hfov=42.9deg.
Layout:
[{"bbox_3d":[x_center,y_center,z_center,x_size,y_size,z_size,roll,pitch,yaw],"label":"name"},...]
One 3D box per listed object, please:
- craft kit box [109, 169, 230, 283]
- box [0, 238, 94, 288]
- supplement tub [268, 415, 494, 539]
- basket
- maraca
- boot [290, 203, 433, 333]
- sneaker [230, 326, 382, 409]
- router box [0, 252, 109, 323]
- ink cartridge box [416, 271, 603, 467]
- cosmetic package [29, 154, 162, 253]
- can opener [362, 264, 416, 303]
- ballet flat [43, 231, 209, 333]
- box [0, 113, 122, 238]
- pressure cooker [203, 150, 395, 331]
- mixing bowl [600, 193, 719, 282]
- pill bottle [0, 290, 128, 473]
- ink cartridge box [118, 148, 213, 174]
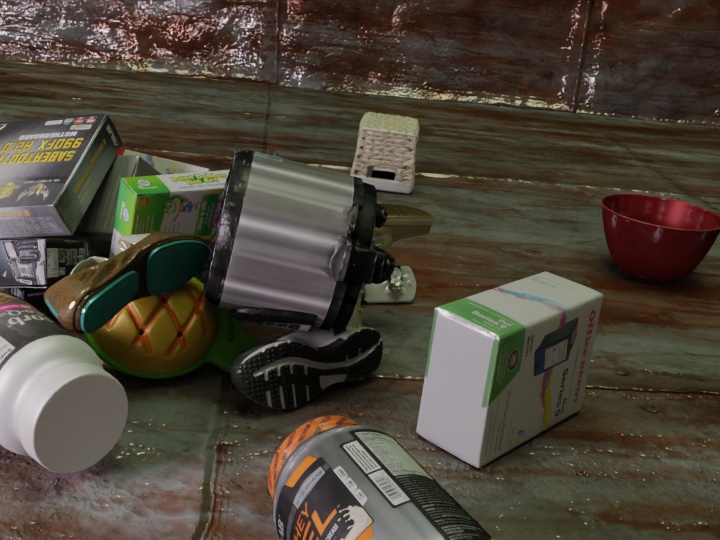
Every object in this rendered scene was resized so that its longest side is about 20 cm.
[{"bbox_3d":[-0.204,-0.023,1.103,0.196,0.202,0.048,-12,42,-41],"label":"craft kit box"},{"bbox_3d":[-0.388,-0.009,0.990,0.156,0.050,0.200,-1,2,-3],"label":"box"},{"bbox_3d":[0.012,0.198,0.681,0.121,0.124,0.200,-5,22,-28],"label":"supplement tub"},{"bbox_3d":[0.053,-0.250,1.910,0.134,0.125,0.200,8,19,1],"label":"basket"},{"bbox_3d":[-0.210,0.055,1.019,0.198,0.139,0.107,6,-25,-26],"label":"maraca"},{"bbox_3d":[0.000,0.000,1.166,0.198,0.156,0.072,-9,17,-20],"label":"boot"},{"bbox_3d":[-0.068,0.102,1.016,0.080,0.075,0.199,10,12,44],"label":"sneaker"},{"bbox_3d":[-0.359,0.009,1.187,0.198,0.053,0.157,-8,24,-35],"label":"router box"},{"bbox_3d":[0.161,0.097,0.965,0.087,0.147,0.199,23,25,37],"label":"ink cartridge box"},{"bbox_3d":[-0.347,-0.084,1.141,0.198,0.108,0.090,4,-17,20],"label":"cosmetic package"},{"bbox_3d":[-0.015,0.022,1.277,0.198,0.053,0.066,0,-14,-21],"label":"can opener"},{"bbox_3d":[-0.239,0.001,0.928,0.072,0.068,0.200,25,35,21],"label":"ballet flat"},{"bbox_3d":[-0.398,-0.109,1.067,0.198,0.049,0.159,-1,47,19],"label":"box"},{"bbox_3d":[-0.059,-0.028,0.994,0.198,0.179,0.177,12,48,-10],"label":"pressure cooker"},{"bbox_3d":[0.486,-0.048,1.512,0.198,0.110,0.200,6,20,-2],"label":"mixing bowl"},{"bbox_3d":[-0.310,0.102,0.854,0.199,0.118,0.116,23,26,39],"label":"pill bottle"},{"bbox_3d":[-0.279,-0.088,1.200,0.198,0.117,0.067,14,-7,25],"label":"ink cartridge box"}]
